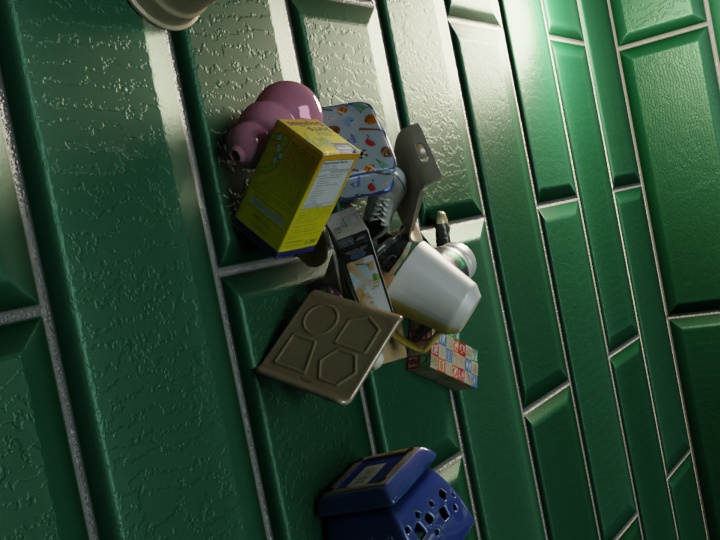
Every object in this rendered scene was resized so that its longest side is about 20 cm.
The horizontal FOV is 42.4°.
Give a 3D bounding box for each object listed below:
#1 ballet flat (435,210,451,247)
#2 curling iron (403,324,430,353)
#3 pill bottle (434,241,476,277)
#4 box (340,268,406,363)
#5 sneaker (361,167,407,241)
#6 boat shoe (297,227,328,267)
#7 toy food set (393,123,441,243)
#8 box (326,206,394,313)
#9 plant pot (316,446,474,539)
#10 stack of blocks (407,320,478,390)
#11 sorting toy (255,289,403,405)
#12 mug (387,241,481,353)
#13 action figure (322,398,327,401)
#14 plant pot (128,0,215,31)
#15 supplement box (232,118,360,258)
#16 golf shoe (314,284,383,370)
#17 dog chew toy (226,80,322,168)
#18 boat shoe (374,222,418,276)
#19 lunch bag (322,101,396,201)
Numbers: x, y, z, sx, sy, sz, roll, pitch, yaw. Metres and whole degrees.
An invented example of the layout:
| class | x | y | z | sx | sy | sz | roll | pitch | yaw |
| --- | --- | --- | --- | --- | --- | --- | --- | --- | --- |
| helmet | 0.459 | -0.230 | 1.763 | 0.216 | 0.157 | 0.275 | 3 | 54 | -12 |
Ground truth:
| class | x | y | z | sx | sy | sz | roll | pitch | yaw |
| --- | --- | --- | --- | --- | --- | --- | --- | --- | --- |
| ballet flat | 0.207 | -0.039 | 2.084 | 0.066 | 0.057 | 0.201 | -47 | 123 | -67 |
| curling iron | 0.154 | 0.103 | 1.867 | 0.050 | 0.200 | 0.026 | 49 | 19 | 2 |
| pill bottle | 0.164 | 0.015 | 1.964 | 0.200 | 0.113 | 0.113 | -37 | 112 | -53 |
| box | 0.028 | 0.086 | 1.830 | 0.163 | 0.021 | 0.201 | -9 | 89 | -56 |
| sneaker | 0.044 | -0.124 | 1.786 | 0.200 | 0.073 | 0.071 | 100 | 4 | -59 |
| boat shoe | -0.095 | -0.108 | 1.656 | 0.069 | 0.071 | 0.201 | -43 | 120 | -65 |
| toy food set | 0.109 | -0.167 | 1.812 | 0.200 | 0.060 | 0.144 | 101 | -25 | -54 |
| box | 0.000 | 0.000 | 1.668 | 0.117 | 0.060 | 0.200 | -120 | -169 | -63 |
| plant pot | 0.051 | 0.429 | 1.631 | 0.200 | 0.200 | 0.180 | -33 | 102 | -54 |
| stack of blocks | 0.180 | 0.178 | 1.995 | 0.200 | 0.058 | 0.116 | 30 | 58 | -49 |
| sorting toy | -0.050 | 0.127 | 1.540 | 0.200 | 0.185 | 0.037 | -53 | 144 | -31 |
| mug | 0.142 | 0.055 | 1.797 | 0.150 | 0.153 | 0.187 | -52 | 167 | -34 |
| action figure | -0.053 | 0.149 | 1.648 | 0.118 | 0.055 | 0.200 | 27 | 33 | -3 |
| plant pot | -0.249 | -0.493 | 1.429 | 0.200 | 0.183 | 0.201 | 19 | 66 | -53 |
| supplement box | -0.106 | -0.136 | 1.523 | 0.109 | 0.109 | 0.200 | -14 | 137 | -56 |
| golf shoe | -0.027 | 0.105 | 1.638 | 0.092 | 0.075 | 0.200 | 40 | 11 | -47 |
| dog chew toy | -0.152 | -0.239 | 1.572 | 0.200 | 0.124 | 0.125 | -45 | 119 | -41 |
| boat shoe | 0.070 | -0.060 | 1.882 | 0.068 | 0.072 | 0.200 | 30 | 29 | 1 |
| lunch bag | -0.031 | -0.218 | 1.680 | 0.076 | 0.160 | 0.200 | 95 | -22 | -52 |
